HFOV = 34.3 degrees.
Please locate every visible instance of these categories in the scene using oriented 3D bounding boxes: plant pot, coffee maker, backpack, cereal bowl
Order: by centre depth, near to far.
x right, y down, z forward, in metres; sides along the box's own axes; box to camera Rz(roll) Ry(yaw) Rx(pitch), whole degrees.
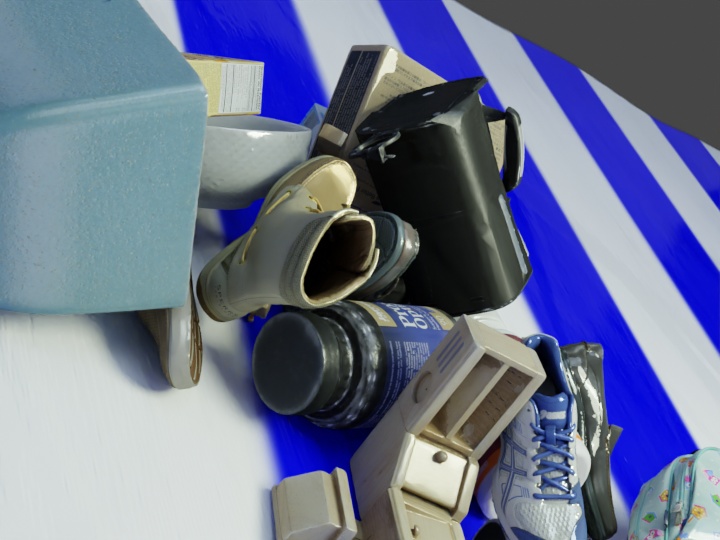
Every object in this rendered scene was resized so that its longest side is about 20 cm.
[{"bbox_3d":[-0.248,-0.086,0.863,0.198,0.198,0.197,-12,43,-29],"label":"plant pot"},{"bbox_3d":[0.072,-0.058,1.113,0.191,0.134,0.202,-32,112,-35],"label":"coffee maker"},{"bbox_3d":[-0.148,-0.108,1.127,0.197,0.084,0.200,6,11,-1],"label":"cereal bowl"},{"bbox_3d":[0.334,0.275,1.142,0.167,0.126,0.201,41,37,-11],"label":"backpack"}]

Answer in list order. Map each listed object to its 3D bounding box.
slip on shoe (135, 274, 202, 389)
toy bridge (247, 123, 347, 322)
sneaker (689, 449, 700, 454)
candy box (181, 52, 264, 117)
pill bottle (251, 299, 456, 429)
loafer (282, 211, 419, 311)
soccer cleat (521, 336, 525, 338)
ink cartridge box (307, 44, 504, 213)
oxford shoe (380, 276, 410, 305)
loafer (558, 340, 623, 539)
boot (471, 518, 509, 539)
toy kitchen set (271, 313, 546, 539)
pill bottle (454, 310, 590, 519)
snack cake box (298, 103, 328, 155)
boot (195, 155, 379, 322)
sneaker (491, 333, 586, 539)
[{"bbox_3d":[-0.169,0.019,0.971,0.060,0.077,0.202,-9,50,-5],"label":"slip on shoe"},{"bbox_3d":[-0.065,-0.040,1.110,0.027,0.067,0.202,23,70,2],"label":"toy bridge"},{"bbox_3d":[0.372,0.251,1.322,0.087,0.076,0.200,32,26,-3],"label":"sneaker"},{"bbox_3d":[-0.179,-0.174,1.079,0.114,0.056,0.200,10,12,16],"label":"candy box"},{"bbox_3d":[0.002,0.084,1.034,0.199,0.112,0.112,7,40,-50],"label":"pill bottle"},{"bbox_3d":[0.000,0.000,1.074,0.062,0.199,0.073,15,65,-30],"label":"loafer"},{"bbox_3d":[0.183,0.128,1.276,0.077,0.070,0.200,27,22,10],"label":"soccer cleat"},{"bbox_3d":[0.052,-0.121,1.230,0.199,0.167,0.075,25,-5,-36],"label":"ink cartridge box"},{"bbox_3d":[0.011,-0.005,1.262,0.199,0.073,0.084,31,3,-13],"label":"oxford shoe"},{"bbox_3d":[0.231,0.169,1.161,0.073,0.071,0.203,-170,-114,-75],"label":"loafer"},{"bbox_3d":[0.170,0.305,0.958,0.143,0.073,0.201,32,23,-19],"label":"boot"},{"bbox_3d":[0.046,0.153,0.899,0.162,0.181,0.201,27,24,-23],"label":"toy kitchen set"},{"bbox_3d":[0.129,0.130,1.130,0.113,0.114,0.201,17,33,-39],"label":"pill bottle"},{"bbox_3d":[0.002,-0.094,1.318,0.199,0.115,0.068,20,31,-36],"label":"snack cake box"},{"bbox_3d":[-0.033,-0.035,0.991,0.200,0.155,0.073,-47,114,-34],"label":"boot"},{"bbox_3d":[0.149,0.146,0.979,0.074,0.089,0.202,-1,53,-9],"label":"sneaker"}]
